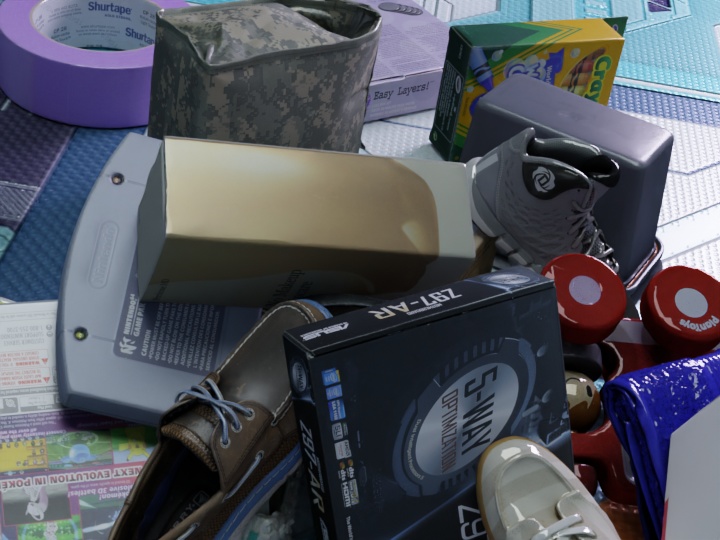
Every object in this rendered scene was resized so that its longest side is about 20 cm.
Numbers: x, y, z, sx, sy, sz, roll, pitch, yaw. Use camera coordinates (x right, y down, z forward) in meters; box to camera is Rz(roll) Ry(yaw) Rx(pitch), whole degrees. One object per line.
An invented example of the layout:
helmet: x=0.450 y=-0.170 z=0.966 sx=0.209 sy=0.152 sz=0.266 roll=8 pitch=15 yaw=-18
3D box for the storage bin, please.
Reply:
storage bin: x=0.178 y=-0.080 z=1.227 sx=0.199 sy=0.135 sz=0.145 roll=26 pitch=37 yaw=21

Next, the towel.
towel: x=0.270 y=0.121 z=0.962 sx=0.199 sy=0.050 sz=0.148 roll=-13 pitch=85 yaw=-27

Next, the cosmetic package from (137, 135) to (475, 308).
cosmetic package: x=-0.037 y=-0.024 z=0.905 sx=0.199 sy=0.105 sz=0.071 roll=3 pitch=65 yaw=-16

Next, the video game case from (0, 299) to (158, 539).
video game case: x=-0.214 y=0.106 z=0.893 sx=0.199 sy=0.023 sz=0.183 roll=-3 pitch=65 yaw=-19

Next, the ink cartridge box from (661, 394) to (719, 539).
ink cartridge box: x=0.284 y=0.178 z=0.853 sx=0.200 sy=0.083 sz=0.147 roll=35 pitch=37 yaw=-10

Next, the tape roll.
tape roll: x=-0.253 y=-0.216 z=1.383 sx=0.199 sy=0.066 sz=0.201 roll=7 pitch=35 yaw=-5

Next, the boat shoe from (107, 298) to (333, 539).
boat shoe: x=-0.080 y=0.102 z=0.833 sx=0.072 sy=0.201 sz=0.072 roll=25 pitch=-7 yaw=30

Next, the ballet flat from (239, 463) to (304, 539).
ballet flat: x=-0.065 y=0.121 z=0.940 sx=0.071 sy=0.072 sz=0.200 roll=5 pitch=34 yaw=-7

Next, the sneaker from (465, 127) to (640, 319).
sneaker: x=0.175 y=-0.029 z=1.105 sx=0.200 sy=0.115 sz=0.075 roll=44 pitch=41 yaw=-9

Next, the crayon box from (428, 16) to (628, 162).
crayon box: x=0.174 y=-0.176 z=1.372 sx=0.199 sy=0.126 sz=0.052 roll=-8 pitch=38 yaw=-23

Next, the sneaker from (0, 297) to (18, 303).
sneaker: x=-0.203 y=0.089 z=0.965 sx=0.199 sy=0.076 sz=0.105 roll=13 pitch=52 yaw=7

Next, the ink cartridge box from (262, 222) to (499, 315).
ink cartridge box: x=0.000 y=0.000 z=1.122 sx=0.164 sy=0.075 sz=0.200 roll=22 pitch=37 yaw=16

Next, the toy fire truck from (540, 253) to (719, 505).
toy fire truck: x=0.186 y=0.090 z=1.020 sx=0.199 sy=0.112 sz=0.169 roll=5 pitch=56 yaw=-11

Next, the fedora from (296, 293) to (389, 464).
fedora: x=0.018 y=0.100 z=0.921 sx=0.200 sy=0.201 sz=0.092 roll=16 pitch=62 yaw=10

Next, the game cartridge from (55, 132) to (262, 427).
game cartridge: x=-0.129 y=0.008 z=0.936 sx=0.132 sy=0.041 sz=0.201 roll=17 pitch=59 yaw=-15

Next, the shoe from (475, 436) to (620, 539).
shoe: x=0.135 y=0.182 z=0.810 sx=0.070 sy=0.053 sz=0.201 roll=-31 pitch=90 yaw=-21

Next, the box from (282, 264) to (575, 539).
box: x=0.048 y=0.113 z=0.842 sx=0.159 sy=0.201 sz=0.044 roll=-14 pitch=19 yaw=-20

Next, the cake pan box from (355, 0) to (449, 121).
cake pan box: x=0.008 y=-0.226 z=1.473 sx=0.199 sy=0.053 sz=0.184 roll=-16 pitch=40 yaw=-33

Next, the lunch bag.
lunch bag: x=-0.078 y=-0.148 z=1.236 sx=0.199 sy=0.165 sz=0.118 roll=-14 pitch=42 yaw=-31
